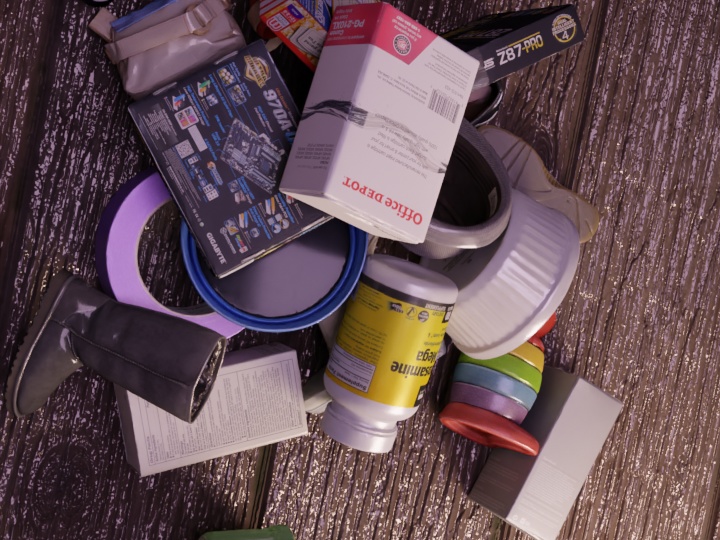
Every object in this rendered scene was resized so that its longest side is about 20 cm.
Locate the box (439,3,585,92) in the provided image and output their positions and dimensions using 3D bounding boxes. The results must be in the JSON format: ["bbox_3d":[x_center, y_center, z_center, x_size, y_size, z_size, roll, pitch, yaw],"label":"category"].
[{"bbox_3d":[0.134,-0.249,1.482,0.161,0.200,0.049,-27,107,-17],"label":"box"}]

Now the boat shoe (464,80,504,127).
[{"bbox_3d":[0.076,-0.174,1.530,0.199,0.068,0.072,-26,92,-8],"label":"boat shoe"}]

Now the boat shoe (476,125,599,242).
[{"bbox_3d":[0.206,-0.106,1.613,0.200,0.063,0.073,33,87,-16],"label":"boat shoe"}]

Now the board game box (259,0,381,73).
[{"bbox_3d":[-0.027,-0.266,1.387,0.200,0.046,0.152,41,35,-39],"label":"board game box"}]

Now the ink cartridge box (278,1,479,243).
[{"bbox_3d":[0.020,-0.145,1.309,0.144,0.084,0.201,23,81,-39],"label":"ink cartridge box"}]

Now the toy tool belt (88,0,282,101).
[{"bbox_3d":[-0.181,-0.269,1.384,0.199,0.125,0.123,-30,77,-1],"label":"toy tool belt"}]

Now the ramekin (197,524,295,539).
[{"bbox_3d":[-0.134,0.382,1.443,0.097,0.200,0.201,6,94,-16],"label":"ramekin"}]

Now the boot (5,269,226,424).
[{"bbox_3d":[-0.257,0.109,1.367,0.199,0.073,0.183,25,102,5],"label":"boot"}]

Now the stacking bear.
[{"bbox_3d":[0.180,0.108,1.596,0.113,0.121,0.201,30,75,-30],"label":"stacking bear"}]

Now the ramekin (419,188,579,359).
[{"bbox_3d":[0.151,-0.006,1.513,0.094,0.202,0.203,35,82,-25],"label":"ramekin"}]

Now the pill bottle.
[{"bbox_3d":[0.026,0.092,1.436,0.112,0.112,0.201,14,102,-24],"label":"pill bottle"}]

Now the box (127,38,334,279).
[{"bbox_3d":[-0.127,-0.115,1.353,0.158,0.046,0.201,-29,92,-10],"label":"box"}]

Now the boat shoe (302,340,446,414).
[{"bbox_3d":[0.019,0.124,1.544,0.200,0.070,0.072,-32,105,-18],"label":"boat shoe"}]

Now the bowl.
[{"bbox_3d":[-0.092,-0.033,1.397,0.199,0.039,0.202,1,84,-7],"label":"bowl"}]

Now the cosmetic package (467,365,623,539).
[{"bbox_3d":[0.230,0.225,1.626,0.090,0.107,0.201,34,84,-22],"label":"cosmetic package"}]

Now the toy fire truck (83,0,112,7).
[{"bbox_3d":[-0.237,-0.401,1.361,0.175,0.129,0.201,-18,91,-20],"label":"toy fire truck"}]

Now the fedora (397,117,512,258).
[{"bbox_3d":[0.074,-0.090,1.458,0.176,0.090,0.200,-29,71,-37],"label":"fedora"}]

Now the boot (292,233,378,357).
[{"bbox_3d":[0.000,0.000,1.520,0.200,0.072,0.155,-52,129,-34],"label":"boot"}]

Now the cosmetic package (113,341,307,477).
[{"bbox_3d":[-0.167,0.153,1.467,0.199,0.073,0.104,-11,99,-21],"label":"cosmetic package"}]

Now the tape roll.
[{"bbox_3d":[-0.189,-0.020,1.444,0.199,0.066,0.201,-3,98,-23],"label":"tape roll"}]
